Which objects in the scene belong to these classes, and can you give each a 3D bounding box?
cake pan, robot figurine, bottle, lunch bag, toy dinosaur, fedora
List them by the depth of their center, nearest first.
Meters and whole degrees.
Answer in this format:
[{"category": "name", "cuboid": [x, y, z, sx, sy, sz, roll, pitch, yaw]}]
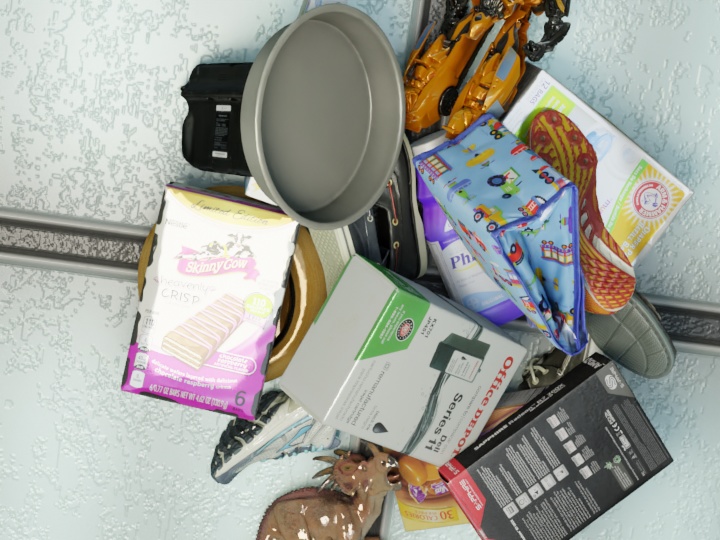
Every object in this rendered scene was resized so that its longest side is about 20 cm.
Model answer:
[{"category": "cake pan", "cuboid": [-0.036, -0.139, 1.526, 0.199, 0.036, 0.203, -12, 107, -47]}, {"category": "lunch bag", "cuboid": [0.143, -0.017, 1.571, 0.093, 0.151, 0.201, -30, 131, -11]}, {"category": "robot figurine", "cuboid": [0.116, -0.216, 1.627, 0.144, 0.058, 0.201, 23, 81, 35]}, {"category": "fedora", "cuboid": [-0.126, 0.013, 1.689, 0.198, 0.082, 0.203, 0, 97, -2]}, {"category": "bottle", "cuboid": [0.106, -0.041, 1.701, 0.083, 0.065, 0.202, -23, 102, -6]}, {"category": "toy dinosaur", "cuboid": [-0.043, 0.250, 1.741, 0.198, 0.086, 0.137, -16, 101, 5]}]

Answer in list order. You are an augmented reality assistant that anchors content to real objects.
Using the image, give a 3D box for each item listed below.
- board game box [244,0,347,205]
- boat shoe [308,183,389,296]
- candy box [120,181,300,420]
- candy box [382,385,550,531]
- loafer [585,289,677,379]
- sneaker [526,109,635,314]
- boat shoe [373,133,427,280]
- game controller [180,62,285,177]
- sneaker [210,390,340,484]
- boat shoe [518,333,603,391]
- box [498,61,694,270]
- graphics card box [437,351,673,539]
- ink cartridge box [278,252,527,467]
[{"category": "board game box", "cuboid": [-0.064, -0.172, 1.630, 0.034, 0.135, 0.202, 18, 100, -7]}, {"category": "boat shoe", "cuboid": [0.000, 0.000, 1.640, 0.062, 0.074, 0.202, -29, 114, -30]}, {"category": "candy box", "cuboid": [-0.142, 0.029, 1.617, 0.135, 0.061, 0.202, 12, 96, -3]}, {"category": "candy box", "cuboid": [0.128, 0.191, 1.716, 0.198, 0.056, 0.118, -10, 101, 24]}, {"category": "loafer", "cuboid": [0.240, 0.021, 1.677, 0.200, 0.063, 0.072, 42, 129, 4]}, {"category": "sneaker", "cuboid": [0.196, -0.052, 1.603, 0.072, 0.077, 0.202, -15, 87, -17]}, {"category": "boat shoe", "cuboid": [0.014, -0.079, 1.678, 0.063, 0.073, 0.204, -23, 107, -39]}, {"category": "game controller", "cuboid": [-0.121, -0.144, 1.602, 0.042, 0.199, 0.106, -6, 99, -27]}, {"category": "sneaker", "cuboid": [-0.065, 0.162, 1.727, 0.199, 0.078, 0.086, -39, 109, 7]}, {"category": "boat shoe", "cuboid": [0.197, 0.122, 1.738, 0.063, 0.071, 0.202, 18, 101, -8]}, {"category": "box", "cuboid": [0.215, -0.101, 1.679, 0.199, 0.101, 0.113, 38, 97, -10]}, {"category": "graphics card box", "cuboid": [0.187, 0.187, 1.626, 0.199, 0.051, 0.126, -36, 103, -5]}, {"category": "ink cartridge box", "cuboid": [0.044, 0.091, 1.601, 0.199, 0.083, 0.148, 24, 98, -43]}]
